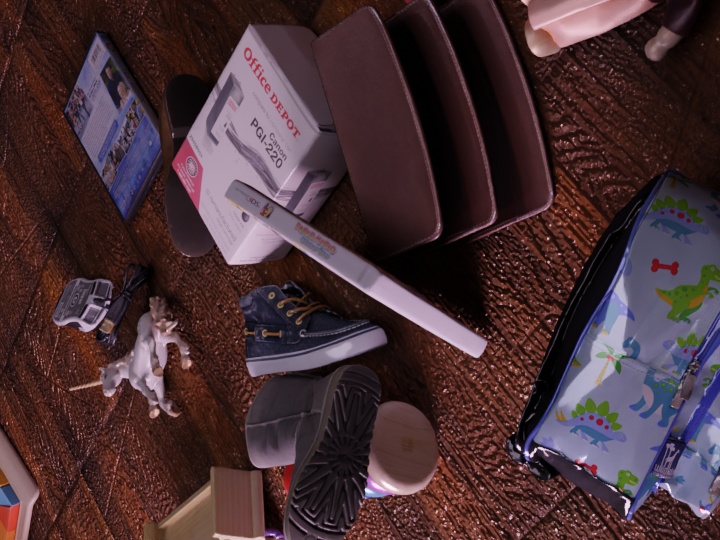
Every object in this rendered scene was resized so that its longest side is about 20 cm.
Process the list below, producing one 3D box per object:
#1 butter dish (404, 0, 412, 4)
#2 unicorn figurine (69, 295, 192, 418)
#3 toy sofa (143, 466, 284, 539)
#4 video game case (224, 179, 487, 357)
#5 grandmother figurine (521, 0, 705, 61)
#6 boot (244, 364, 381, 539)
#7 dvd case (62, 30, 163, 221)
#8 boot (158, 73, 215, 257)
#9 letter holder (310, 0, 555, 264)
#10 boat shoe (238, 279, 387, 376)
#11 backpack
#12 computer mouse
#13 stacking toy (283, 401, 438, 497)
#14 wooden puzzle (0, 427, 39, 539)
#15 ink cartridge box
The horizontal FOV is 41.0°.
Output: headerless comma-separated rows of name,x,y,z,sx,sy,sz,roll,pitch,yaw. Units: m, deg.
butter dish,0.038,-0.342,0.759,0.199,0.147,0.202,-27,78,45
unicorn figurine,-0.270,0.119,1.207,0.137,0.073,0.201,47,113,40
toy sofa,-0.175,0.311,1.139,0.200,0.097,0.084,-43,42,40
video game case,0.000,0.000,0.827,0.181,0.200,0.023,33,91,37
grandmother figurine,0.203,-0.211,0.680,0.199,0.060,0.123,-16,94,48
boot,-0.064,0.173,0.906,0.199,0.072,0.183,-17,45,54
dvd case,-0.314,-0.183,1.229,0.201,0.017,0.143,56,131,22
boot,-0.197,-0.116,1.101,0.075,0.073,0.203,-3,90,64
letter holder,0.063,-0.126,0.804,0.141,0.100,0.202,-23,80,43
boat shoe,-0.058,0.052,0.973,0.199,0.070,0.092,-15,88,46
backpack,0.208,0.045,0.636,0.146,0.183,0.202,24,112,15
computer mouse,-0.344,0.045,1.269,0.199,0.044,0.111,-1,64,52
stacking toy,-0.011,0.194,0.955,0.200,0.085,0.086,-33,74,50
wooden puzzle,-0.601,0.380,1.596,0.185,0.037,0.201,44,124,32
ink cartridge box,-0.092,-0.125,0.971,0.200,0.084,0.146,-50,63,36
